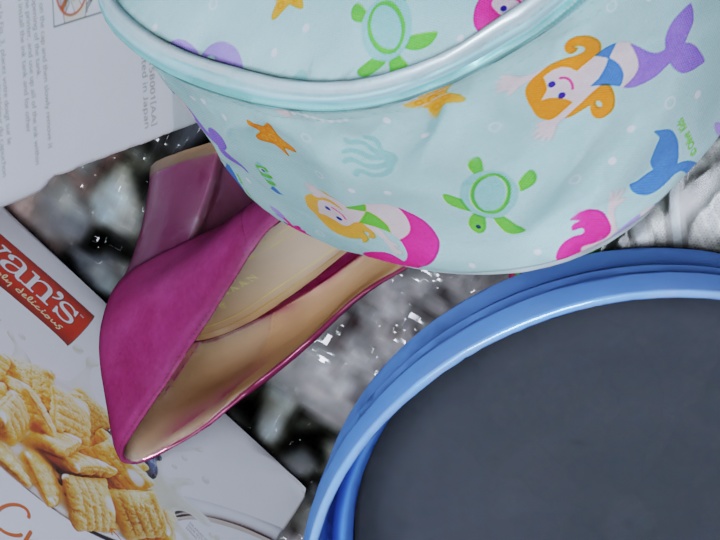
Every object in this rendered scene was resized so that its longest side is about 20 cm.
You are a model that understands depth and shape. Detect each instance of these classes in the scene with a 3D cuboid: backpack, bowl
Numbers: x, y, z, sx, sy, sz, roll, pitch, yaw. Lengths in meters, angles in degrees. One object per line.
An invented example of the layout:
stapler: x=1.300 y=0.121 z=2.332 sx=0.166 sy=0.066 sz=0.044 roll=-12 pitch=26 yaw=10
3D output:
backpack: x=0.031 y=-0.105 z=0.631 sx=0.177 sy=0.151 sz=0.201 roll=21 pitch=72 yaw=42
bowl: x=0.082 y=0.083 z=0.760 sx=0.199 sy=0.039 sz=0.202 roll=-1 pitch=120 yaw=-2

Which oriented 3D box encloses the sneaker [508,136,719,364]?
sneaker: x=0.108 y=-0.059 z=0.750 sx=0.083 sy=0.077 sz=0.201 roll=16 pitch=114 yaw=-11

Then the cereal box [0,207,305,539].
cereal box: x=-0.108 y=0.074 z=0.760 sx=0.144 sy=0.200 sz=0.040 roll=43 pitch=121 yaw=-4

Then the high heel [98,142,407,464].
high heel: x=0.000 y=0.000 z=0.739 sx=0.067 sy=0.097 sz=0.199 roll=23 pitch=154 yaw=-34

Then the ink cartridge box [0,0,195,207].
ink cartridge box: x=-0.111 y=-0.120 z=0.725 sx=0.043 sy=0.173 sz=0.201 roll=7 pitch=109 yaw=27
